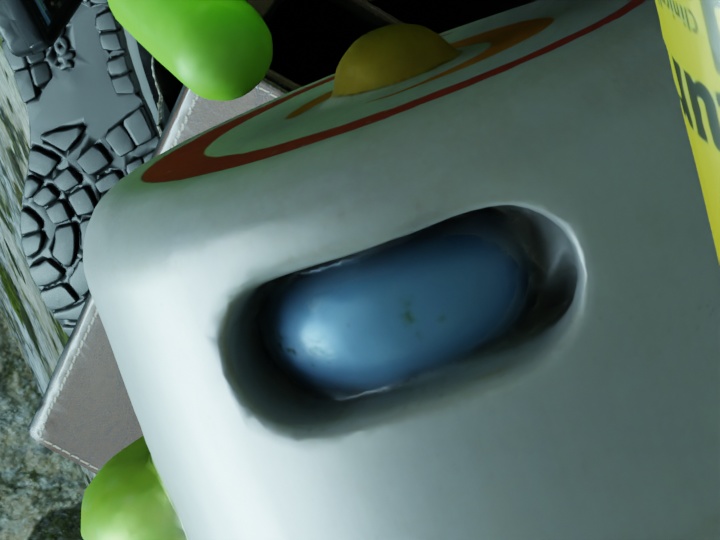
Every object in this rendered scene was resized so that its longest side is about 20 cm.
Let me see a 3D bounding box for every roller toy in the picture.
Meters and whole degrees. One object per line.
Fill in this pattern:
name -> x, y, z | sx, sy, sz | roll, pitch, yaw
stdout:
roller toy -> 0.031, 0.004, 0.751 | 0.182, 0.200, 0.140 | -5, 108, 58

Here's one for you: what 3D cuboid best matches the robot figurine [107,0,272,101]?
robot figurine -> -0.015, -0.132, 0.738 | 0.116, 0.176, 0.200 | 34, -171, 24

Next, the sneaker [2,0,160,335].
sneaker -> -0.094, -0.067, 1.234 | 0.088, 0.076, 0.200 | -34, -60, -61

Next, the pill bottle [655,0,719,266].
pill bottle -> 0.109, -0.030, 0.494 | 0.111, 0.111, 0.200 | 48, 159, 59

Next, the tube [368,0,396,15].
tube -> 0.034, -0.030, 1.026 | 0.058, 0.052, 0.200 | -65, -39, -52

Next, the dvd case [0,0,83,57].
dvd case -> -0.116, -0.175, 1.026 | 0.143, 0.018, 0.200 | 63, -157, -22

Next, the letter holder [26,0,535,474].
letter holder -> 0.000, 0.000, 0.963 | 0.142, 0.101, 0.200 | 30, 136, 2

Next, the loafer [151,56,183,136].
loafer -> -0.044, -0.065, 1.081 | 0.075, 0.070, 0.200 | 59, 166, 35
